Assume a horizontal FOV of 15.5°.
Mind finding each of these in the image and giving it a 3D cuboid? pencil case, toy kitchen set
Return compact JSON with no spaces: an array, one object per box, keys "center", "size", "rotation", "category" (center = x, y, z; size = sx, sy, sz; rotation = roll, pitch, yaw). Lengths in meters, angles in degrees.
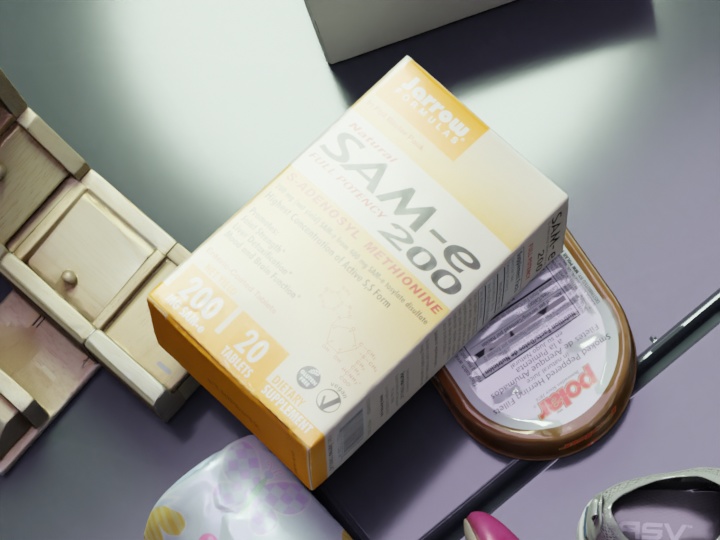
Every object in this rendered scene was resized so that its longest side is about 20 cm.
[{"center":[-0.029,0.183,1.414],"size":[0.091,0.083,0.200],"rotation":[-39,73,-13],"category":"pencil case"},{"center":[-0.194,0.004,1.442],"size":[0.200,0.181,0.163],"rotation":[39,82,16],"category":"toy kitchen set"}]

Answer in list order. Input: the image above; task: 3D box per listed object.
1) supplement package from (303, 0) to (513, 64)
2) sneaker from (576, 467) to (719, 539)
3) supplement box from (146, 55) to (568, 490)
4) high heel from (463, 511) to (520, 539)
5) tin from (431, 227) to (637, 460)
[{"center":[0.049,-0.221,1.509],"size":[0.199,0.121,0.120],"rotation":[-19,72,1],"category":"supplement package"},{"center":[0.212,0.140,1.396],"size":[0.199,0.082,0.075],"rotation":[-5,72,6],"category":"sneaker"},{"center":[0.000,0.000,1.421],"size":[0.126,0.074,0.200],"rotation":[41,74,17],"category":"supplement box"},{"center":[0.137,0.198,1.404],"size":[0.096,0.067,0.201],"rotation":[-30,78,-10],"category":"high heel"},{"center":[0.073,0.012,1.479],"size":[0.112,0.042,0.201],"rotation":[-34,72,1],"category":"tin"}]
